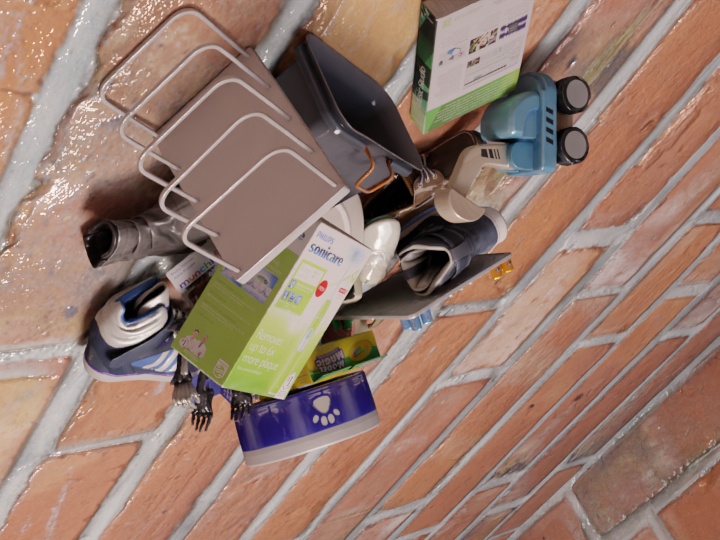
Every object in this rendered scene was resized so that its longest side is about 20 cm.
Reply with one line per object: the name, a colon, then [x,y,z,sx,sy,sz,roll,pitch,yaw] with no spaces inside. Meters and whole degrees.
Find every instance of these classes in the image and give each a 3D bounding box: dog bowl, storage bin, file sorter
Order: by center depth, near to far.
file sorter: [-0.134,-0.119,1.050,0.138,0.201,0.124,-40,152,11]
storage bin: [-0.039,-0.136,1.221,0.134,0.147,0.199,-33,156,20]
dog bowl: [-0.076,0.206,1.571,0.197,0.080,0.200,-18,177,-1]

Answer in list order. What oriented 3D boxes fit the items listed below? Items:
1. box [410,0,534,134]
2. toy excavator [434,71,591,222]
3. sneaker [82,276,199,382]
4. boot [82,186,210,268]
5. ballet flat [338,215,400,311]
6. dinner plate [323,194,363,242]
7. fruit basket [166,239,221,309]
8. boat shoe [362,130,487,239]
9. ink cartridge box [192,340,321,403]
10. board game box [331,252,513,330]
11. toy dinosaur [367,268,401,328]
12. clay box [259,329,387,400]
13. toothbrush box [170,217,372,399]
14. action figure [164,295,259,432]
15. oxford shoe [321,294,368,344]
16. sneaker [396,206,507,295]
box: [0.131,-0.260,1.319,0.143,0.036,0.201,-27,152,-18]
toy excavator: [0.183,-0.156,1.421,0.197,0.198,0.100,2,179,-28]
sneaker: [-0.235,0.068,1.375,0.198,0.081,0.147,-6,146,-36]
boot: [-0.206,-0.051,1.176,0.130,0.071,0.200,-14,164,-37]
ballet flat: [0.000,0.000,1.487,0.069,0.070,0.200,-13,161,-37]
dinner plate: [-0.070,-0.033,1.354,0.198,0.024,0.203,-16,117,-33]
fruit basket: [-0.125,0.007,1.390,0.185,0.094,0.201,-38,148,-9]
boat shoe: [0.080,-0.112,1.463,0.200,0.073,0.072,-44,148,12]
ink cartridge box: [-0.147,0.128,1.618,0.198,0.044,0.197,-27,157,-20]
board game box: [0.081,0.030,1.536,0.199,0.026,0.199,-30,-165,-33]
toy dinosaur: [0.042,0.039,1.705,0.088,0.048,0.200,-10,148,-52]
clay box: [-0.057,0.128,1.533,0.114,0.048,0.199,-16,174,-32]
toothbrush box: [-0.093,0.029,1.224,0.202,0.086,0.145,-59,154,2]
action figure: [-0.170,0.120,1.354,0.117,0.103,0.201,-7,142,-6]
oxford shoe: [-0.024,0.081,1.684,0.074,0.071,0.201,-42,162,-29]
sneaker: [0.084,-0.022,1.518,0.146,0.078,0.201,-36,-168,-36]
